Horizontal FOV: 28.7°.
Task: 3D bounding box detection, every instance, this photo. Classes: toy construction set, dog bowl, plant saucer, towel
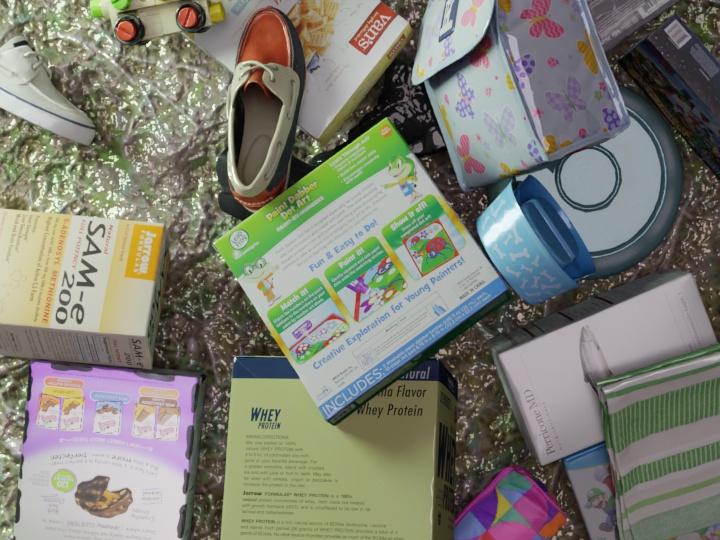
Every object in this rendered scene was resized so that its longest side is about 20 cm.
[{"bbox_3d":[-0.190,-0.287,1.335,0.198,0.092,0.133,-8,98,24],"label":"toy construction set"},{"bbox_3d":[0.160,-0.026,1.290,0.049,0.200,0.112,-35,87,17],"label":"dog bowl"},{"bbox_3d":[0.224,-0.092,1.395,0.197,0.027,0.203,0,91,0],"label":"plant saucer"},{"bbox_3d":[0.301,0.165,1.304,0.151,0.023,0.202,-18,120,-3],"label":"towel"}]

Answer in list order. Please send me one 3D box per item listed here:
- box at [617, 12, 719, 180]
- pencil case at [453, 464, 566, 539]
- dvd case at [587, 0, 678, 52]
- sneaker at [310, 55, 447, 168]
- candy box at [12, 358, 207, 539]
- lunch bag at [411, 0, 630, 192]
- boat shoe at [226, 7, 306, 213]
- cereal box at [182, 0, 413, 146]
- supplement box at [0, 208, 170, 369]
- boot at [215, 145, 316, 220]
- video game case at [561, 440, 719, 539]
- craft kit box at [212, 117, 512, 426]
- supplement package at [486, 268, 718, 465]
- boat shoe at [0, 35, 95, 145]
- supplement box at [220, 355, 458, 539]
[{"bbox_3d":[0.336,-0.146,1.339,0.038,0.137,0.200,-41,90,-2],"label":"box"},{"bbox_3d":[0.108,0.277,1.369,0.200,0.088,0.089,-42,90,-2],"label":"pencil case"},{"bbox_3d":[0.209,-0.314,1.397,0.148,0.016,0.201,-35,90,-1],"label":"dvd case"},{"bbox_3d":[0.037,-0.161,1.381,0.197,0.060,0.106,-15,90,-4],"label":"sneaker"},{"bbox_3d":[-0.244,0.193,1.374,0.165,0.072,0.203,6,90,0],"label":"candy box"},{"bbox_3d":[0.130,-0.190,1.286,0.126,0.169,0.202,-20,92,-24],"label":"lunch bag"},{"bbox_3d":[-0.092,-0.156,1.300,0.070,0.063,0.203,1,74,12],"label":"boat shoe"},{"bbox_3d":[-0.067,-0.237,1.366,0.199,0.040,0.144,38,90,15],"label":"cereal box"},{"bbox_3d":[-0.289,0.016,1.348,0.197,0.074,0.127,5,60,0],"label":"supplement box"},{"bbox_3d":[-0.048,-0.031,1.367,0.198,0.066,0.166,20,129,12],"label":"boot"},{"bbox_3d":[0.289,0.237,1.366,0.142,0.018,0.202,-22,111,0],"label":"video game case"},{"bbox_3d":[0.000,0.000,1.255,0.199,0.049,0.199,-35,75,2],"label":"craft kit box"},{"bbox_3d":[0.236,0.089,1.350,0.198,0.117,0.118,-23,93,1],"label":"supplement package"},{"bbox_3d":[-0.340,-0.194,1.376,0.198,0.071,0.070,29,93,7],"label":"boat shoe"},{"bbox_3d":[-0.015,0.190,1.304,0.197,0.134,0.203,-1,76,12],"label":"supplement box"}]
